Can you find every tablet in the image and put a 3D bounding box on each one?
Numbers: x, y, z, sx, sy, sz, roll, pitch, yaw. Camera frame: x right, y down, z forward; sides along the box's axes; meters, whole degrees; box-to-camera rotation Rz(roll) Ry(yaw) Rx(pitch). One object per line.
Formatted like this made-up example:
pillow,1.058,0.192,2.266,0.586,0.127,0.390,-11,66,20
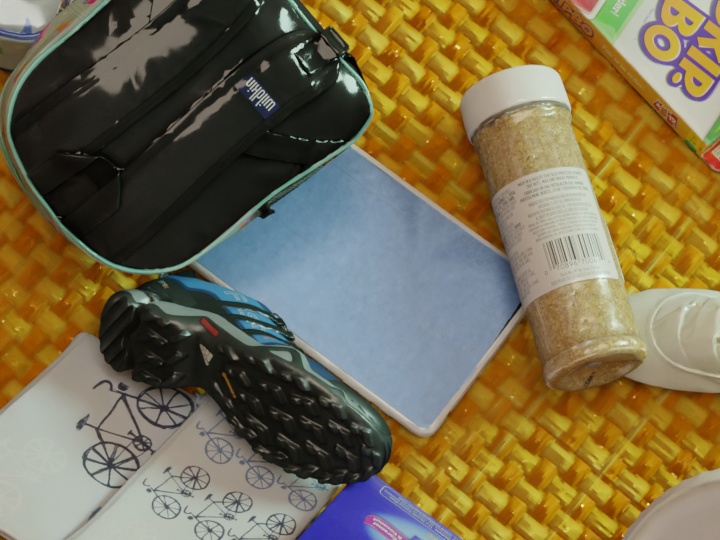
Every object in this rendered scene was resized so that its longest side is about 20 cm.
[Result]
tablet,0.000,0.000,1.572,0.200,0.014,0.130,36,74,8

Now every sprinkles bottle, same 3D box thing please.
sprinkles bottle,0.119,-0.027,1.551,0.068,0.068,0.200,-12,69,-8

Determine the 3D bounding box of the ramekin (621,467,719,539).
ramekin,0.230,0.203,1.435,0.202,0.094,0.203,-9,72,28

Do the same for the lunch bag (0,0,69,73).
lunch bag,-0.230,-0.231,1.591,0.160,0.082,0.200,16,73,2

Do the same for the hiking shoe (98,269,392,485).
hiking shoe,-0.057,0.054,1.498,0.200,0.074,0.087,31,36,16

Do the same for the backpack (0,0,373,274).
backpack,-0.121,-0.098,1.507,0.200,0.153,0.176,-44,107,-13

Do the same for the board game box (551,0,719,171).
board game box,0.203,-0.165,1.632,0.096,0.030,0.200,-40,82,-14

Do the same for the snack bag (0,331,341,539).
snack bag,-0.130,0.121,1.466,0.200,0.021,0.189,30,39,13

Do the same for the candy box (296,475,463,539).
candy box,0.016,0.221,1.413,0.169,0.200,0.077,36,116,7

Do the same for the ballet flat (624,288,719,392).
ballet flat,0.245,0.046,1.548,0.200,0.069,0.070,12,72,0
